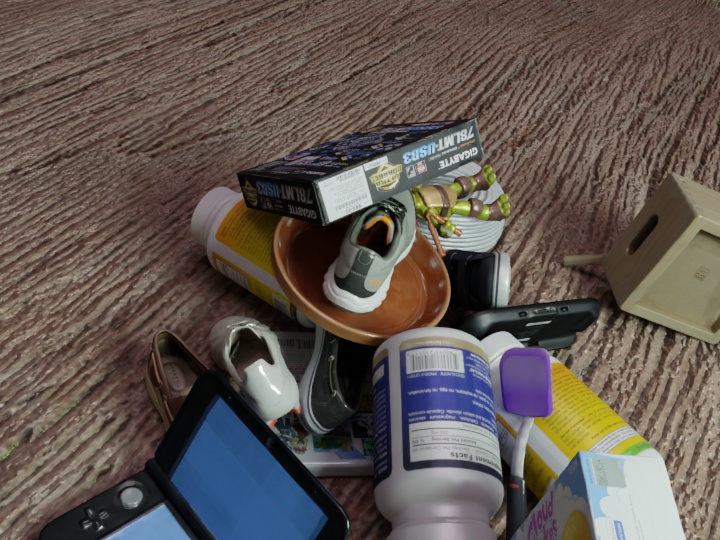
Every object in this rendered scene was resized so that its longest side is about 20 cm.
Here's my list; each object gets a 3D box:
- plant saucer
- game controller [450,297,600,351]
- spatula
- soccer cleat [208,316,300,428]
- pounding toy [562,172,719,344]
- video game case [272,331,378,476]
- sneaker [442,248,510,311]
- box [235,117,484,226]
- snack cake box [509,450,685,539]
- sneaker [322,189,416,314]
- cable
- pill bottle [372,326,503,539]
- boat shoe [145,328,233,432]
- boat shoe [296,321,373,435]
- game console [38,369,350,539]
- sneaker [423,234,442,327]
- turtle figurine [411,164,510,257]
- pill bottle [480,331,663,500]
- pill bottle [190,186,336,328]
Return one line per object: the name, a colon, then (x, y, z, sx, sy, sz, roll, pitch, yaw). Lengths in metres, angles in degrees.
plant saucer: (0.000, 0.000, 0.780, 0.198, 0.032, 0.202, 14, 44, -14)
game controller: (0.181, 0.067, 0.839, 0.198, 0.105, 0.042, -5, 53, -28)
spatula: (0.146, 0.172, 0.672, 0.056, 0.202, 0.020, -3, -13, 44)
soccer cleat: (-0.113, 0.079, 0.735, 0.069, 0.078, 0.200, -30, 29, -13)
pounding toy: (0.408, -0.014, 0.969, 0.182, 0.201, 0.143, 19, 36, -14)
video game case: (-0.002, 0.137, 0.779, 0.198, 0.022, 0.183, 3, 39, -13)
sneaker: (0.133, 0.014, 0.883, 0.078, 0.079, 0.200, 5, 0, 3)
box: (-0.006, -0.111, 0.783, 0.197, 0.050, 0.199, -23, 19, -26)
snack cake box: (0.163, 0.233, 0.542, 0.066, 0.201, 0.116, 6, 47, -6)
sneaker: (0.023, -0.042, 0.752, 0.073, 0.080, 0.201, 23, 40, -1)
cable: (0.118, -0.104, 1.073, 0.198, 0.070, 0.200, 22, 39, 12)
pill bottle: (0.068, 0.163, 0.662, 0.114, 0.116, 0.202, 6, 54, -7)
boat shoe: (-0.152, 0.133, 0.701, 0.072, 0.072, 0.200, -15, 46, -29)
boat shoe: (-0.013, 0.081, 0.761, 0.069, 0.056, 0.201, 47, 35, -27)
game console: (-0.137, 0.206, 0.577, 0.170, 0.119, 0.200, -24, 50, -38)
sneaker: (0.040, 0.005, 0.929, 0.103, 0.060, 0.201, 0, 40, -6)
turtle figurine: (0.111, -0.084, 0.952, 0.160, 0.065, 0.201, -7, 45, -22)
pill bottle: (0.187, 0.156, 0.731, 0.110, 0.112, 0.200, -17, 46, -32)
pill bottle: (-0.107, -0.023, 0.880, 0.199, 0.110, 0.109, 30, 41, 22)
